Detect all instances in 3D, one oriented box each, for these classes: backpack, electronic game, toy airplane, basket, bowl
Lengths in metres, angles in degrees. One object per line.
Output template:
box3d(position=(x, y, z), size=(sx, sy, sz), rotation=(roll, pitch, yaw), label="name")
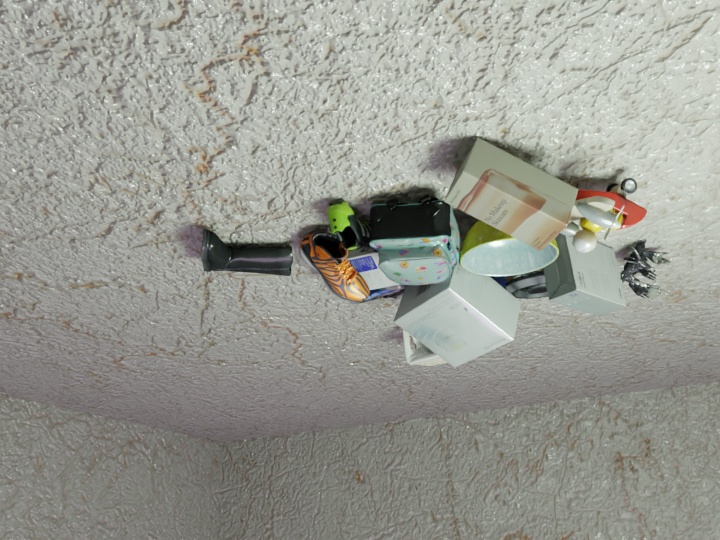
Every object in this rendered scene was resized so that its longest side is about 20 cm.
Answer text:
box3d(position=(0.120, -0.052, 1.226), size=(0.174, 0.155, 0.200), rotation=(-6, 166, 18), label="backpack")
box3d(position=(0.477, 0.035, 1.573), size=(0.198, 0.042, 0.200), rotation=(-4, 163, -1), label="electronic game")
box3d(position=(0.420, -0.106, 1.143), size=(0.198, 0.143, 0.199), rotation=(2, 178, 42), label="toy airplane")
box3d(position=(0.244, 0.209, 1.825), size=(0.199, 0.137, 0.123), rotation=(-22, 153, 36), label="basket")
box3d(position=(0.304, -0.073, 1.242), size=(0.198, 0.109, 0.200), rotation=(-1, 157, 0), label="bowl")

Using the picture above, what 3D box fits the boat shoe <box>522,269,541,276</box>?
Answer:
box3d(position=(0.348, -0.024, 1.401), size=(0.199, 0.075, 0.062), rotation=(9, 147, -34), label="boat shoe")

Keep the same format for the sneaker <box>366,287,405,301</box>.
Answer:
box3d(position=(0.053, 0.051, 1.536), size=(0.198, 0.071, 0.083), rotation=(-15, 146, 19), label="sneaker")

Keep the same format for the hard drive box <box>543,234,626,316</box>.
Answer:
box3d(position=(0.515, 0.007, 1.382), size=(0.199, 0.157, 0.077), rotation=(16, 150, -33), label="hard drive box")

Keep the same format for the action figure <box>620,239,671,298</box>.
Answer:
box3d(position=(0.688, 0.001, 1.437), size=(0.102, 0.120, 0.200), rotation=(22, 176, 32), label="action figure")

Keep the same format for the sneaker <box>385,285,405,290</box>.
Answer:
box3d(position=(0.021, 0.004, 1.460), size=(0.199, 0.075, 0.100), rotation=(-12, 131, 24), label="sneaker")

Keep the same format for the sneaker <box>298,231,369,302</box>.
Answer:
box3d(position=(-0.043, -0.006, 1.302), size=(0.200, 0.078, 0.112), rotation=(40, 154, -15), label="sneaker")

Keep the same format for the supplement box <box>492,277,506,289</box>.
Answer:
box3d(position=(0.253, 0.047, 1.498), size=(0.109, 0.110, 0.199), rotation=(18, 148, -37), label="supplement box")

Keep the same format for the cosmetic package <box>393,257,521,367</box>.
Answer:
box3d(position=(0.220, 0.095, 1.363), size=(0.199, 0.123, 0.199), rotation=(36, 138, -15), label="cosmetic package")

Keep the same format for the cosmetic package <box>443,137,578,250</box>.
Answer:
box3d(position=(0.262, -0.132, 1.048), size=(0.199, 0.088, 0.104), rotation=(27, 152, 1), label="cosmetic package")

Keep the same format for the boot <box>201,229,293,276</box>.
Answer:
box3d(position=(-0.248, -0.036, 1.325), size=(0.198, 0.066, 0.165), rotation=(6, 163, -9), label="boot")

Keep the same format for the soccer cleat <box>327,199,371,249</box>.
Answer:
box3d(position=(-0.009, -0.074, 1.246), size=(0.067, 0.082, 0.200), rotation=(-15, 155, 26), label="soccer cleat")

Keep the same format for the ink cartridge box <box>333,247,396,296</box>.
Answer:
box3d(position=(0.000, 0.000, 1.388), size=(0.199, 0.039, 0.100), rotation=(-10, 123, 33), label="ink cartridge box")
